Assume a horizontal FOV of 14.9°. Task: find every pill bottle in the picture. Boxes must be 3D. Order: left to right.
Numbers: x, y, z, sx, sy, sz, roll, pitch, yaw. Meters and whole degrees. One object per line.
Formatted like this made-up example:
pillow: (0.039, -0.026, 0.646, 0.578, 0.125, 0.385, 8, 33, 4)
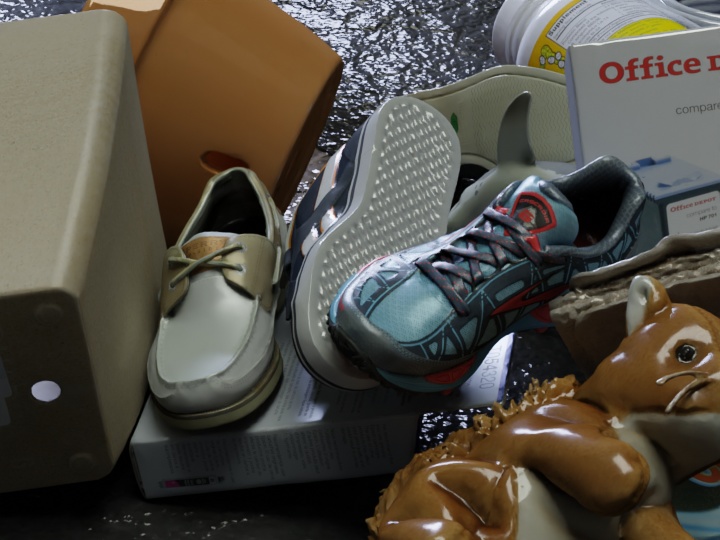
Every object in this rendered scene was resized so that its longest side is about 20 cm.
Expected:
pill bottle: (0.171, -0.123, 1.791, 0.104, 0.104, 0.200, -14, 33, -29)

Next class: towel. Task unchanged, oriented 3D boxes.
towel: (0.203, 0.023, 1.372, 0.200, 0.133, 0.035, -14, 53, 15)

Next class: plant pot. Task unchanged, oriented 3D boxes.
plant pot: (-0.204, 0.009, 1.414, 0.199, 0.200, 0.177, -7, 43, -1)
plant pot: (-0.100, -0.092, 1.635, 0.140, 0.200, 0.200, 25, 31, 3)

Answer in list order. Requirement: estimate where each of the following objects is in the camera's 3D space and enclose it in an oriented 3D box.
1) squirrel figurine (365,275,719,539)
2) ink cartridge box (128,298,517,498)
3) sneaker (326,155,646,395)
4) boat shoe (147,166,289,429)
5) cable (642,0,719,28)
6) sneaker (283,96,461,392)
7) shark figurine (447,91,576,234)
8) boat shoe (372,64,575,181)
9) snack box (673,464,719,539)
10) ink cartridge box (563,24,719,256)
squirrel figurine: (0.100, 0.092, 1.312, 0.187, 0.142, 0.200, -51, 18, -9)
ink cartridge box: (-0.008, 0.049, 1.481, 0.200, 0.043, 0.196, -5, 27, 12)
sneaker: (0.065, -0.010, 1.373, 0.200, 0.096, 0.079, -25, 63, -40)
boat shoe: (-0.078, 0.013, 1.461, 0.075, 0.068, 0.200, -9, 26, 8)
cable: (0.261, -0.169, 1.923, 0.200, 0.069, 0.200, 27, 36, 37)
sneaker: (0.000, 0.000, 1.450, 0.078, 0.079, 0.200, 34, 44, -13)
shark figurine: (0.144, -0.025, 1.599, 0.089, 0.128, 0.214, -6, 29, -41)
boat shoe: (0.094, -0.088, 1.708, 0.068, 0.072, 0.200, 2, -3, -42)
snack box: (0.225, 0.112, 1.443, 0.200, 0.037, 0.116, -6, 30, -17)
ink cartridge box: (0.194, -0.029, 1.498, 0.146, 0.200, 0.086, -8, -7, 4)
